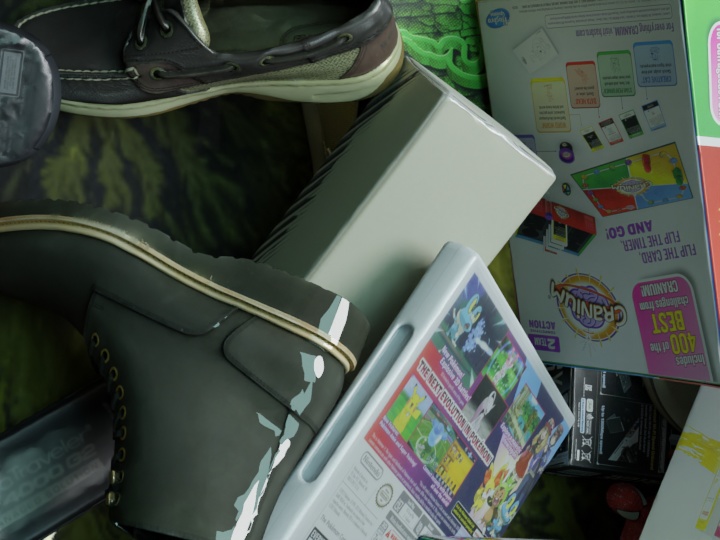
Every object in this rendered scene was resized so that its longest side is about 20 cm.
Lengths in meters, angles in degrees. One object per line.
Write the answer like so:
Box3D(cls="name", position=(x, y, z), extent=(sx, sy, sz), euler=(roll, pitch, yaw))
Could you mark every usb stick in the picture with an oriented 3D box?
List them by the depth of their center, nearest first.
Box3D(cls="usb stick", position=(-0.166, 0.106, 0.913), extent=(0.200, 0.033, 0.056), euler=(-30, 91, -31))

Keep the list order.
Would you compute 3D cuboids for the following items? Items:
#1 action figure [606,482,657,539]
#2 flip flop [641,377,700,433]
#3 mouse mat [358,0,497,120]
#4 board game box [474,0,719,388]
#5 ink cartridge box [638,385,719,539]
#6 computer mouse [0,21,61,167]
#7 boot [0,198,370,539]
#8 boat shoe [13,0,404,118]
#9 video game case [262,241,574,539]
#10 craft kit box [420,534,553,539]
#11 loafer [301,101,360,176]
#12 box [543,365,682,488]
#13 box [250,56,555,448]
Box3D(cls="action figure", position=(0.214, 0.189, 1.123), extent=(0.200, 0.052, 0.066), euler=(42, 81, -17))
Box3D(cls="flip flop", position=(0.230, 0.088, 1.086), extent=(0.081, 0.057, 0.200), euler=(-43, 107, -28))
Box3D(cls="mouse mat", position=(0.084, -0.109, 1.034), extent=(0.199, 0.008, 0.162), euler=(11, 84, -37))
Box3D(cls="board game box", position=(0.134, -0.047, 0.974), extent=(0.040, 0.153, 0.201), euler=(-15, 102, -35))
Box3D(cls="ink cartridge box", position=(0.239, 0.141, 0.997), extent=(0.128, 0.125, 0.201), euler=(25, 85, -37))
Box3D(cls="computer mouse", position=(-0.239, -0.119, 0.887), extent=(0.199, 0.046, 0.141), euler=(-1, 101, -23))
Box3D(cls="boot", position=(-0.112, 0.053, 0.873), extent=(0.139, 0.199, 0.078), euler=(-67, 157, -20))
Box3D(cls="boat shoe", position=(-0.080, -0.121, 0.932), extent=(0.199, 0.065, 0.074), euler=(-4, 58, 2))
Box3D(cls="video game case", position=(0.030, 0.106, 0.955), extent=(0.183, 0.023, 0.200), euler=(-55, 148, -13))
Box3D(cls="craft kit box", position=(0.098, 0.243, 1.002), extent=(0.197, 0.048, 0.201), euler=(9, 87, -48))
Box3D(cls="loafer", position=(0.015, -0.050, 1.028), extent=(0.075, 0.068, 0.201), euler=(-16, 91, -32))
Box3D(cls="box", position=(0.175, 0.026, 1.126), extent=(0.157, 0.050, 0.201), euler=(10, 77, -31))
Box3D(cls="box", position=(0.000, 0.000, 0.954), extent=(0.082, 0.068, 0.200), euler=(35, 98, -28))
